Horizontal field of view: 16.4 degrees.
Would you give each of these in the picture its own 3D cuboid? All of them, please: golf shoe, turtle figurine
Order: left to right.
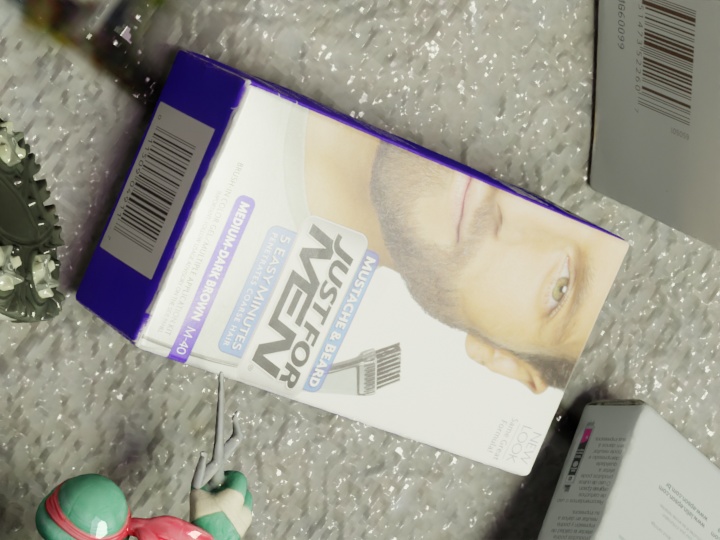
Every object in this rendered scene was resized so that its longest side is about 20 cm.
[{"bbox_3d":[-0.183,-0.030,0.895,0.200,0.088,0.077,34,48,-52],"label":"golf shoe"},{"bbox_3d":[-0.117,0.126,0.951,0.149,0.101,0.200,9,124,-15],"label":"turtle figurine"}]

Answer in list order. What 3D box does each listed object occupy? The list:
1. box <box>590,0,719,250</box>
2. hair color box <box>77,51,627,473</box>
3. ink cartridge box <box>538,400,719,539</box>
[{"bbox_3d":[0.210,-0.105,1.072,0.200,0.106,0.153,-9,111,-28],"label":"box"},{"bbox_3d":[0.000,0.000,1.003,0.200,0.065,0.109,20,96,-36],"label":"hair color box"},{"bbox_3d":[0.139,0.192,1.124,0.196,0.043,0.200,41,62,-35],"label":"ink cartridge box"}]
